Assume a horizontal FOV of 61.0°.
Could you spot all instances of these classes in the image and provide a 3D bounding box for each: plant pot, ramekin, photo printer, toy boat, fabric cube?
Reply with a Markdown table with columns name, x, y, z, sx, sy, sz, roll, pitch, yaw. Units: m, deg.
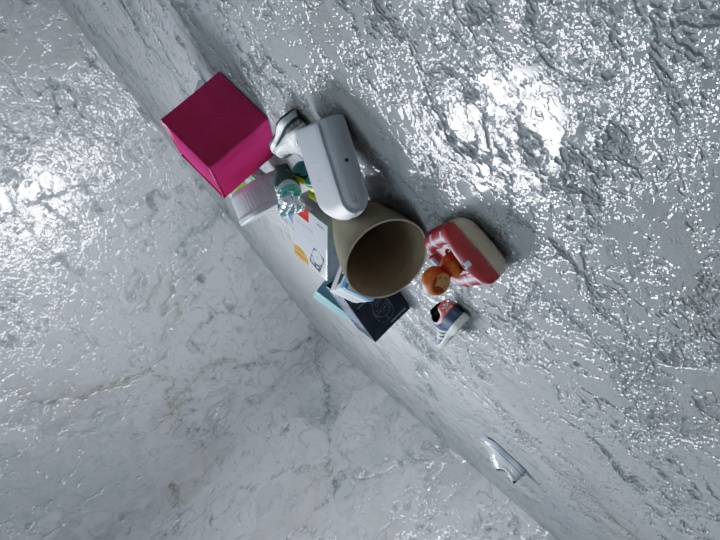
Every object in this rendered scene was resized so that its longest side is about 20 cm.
| name | x | y | z | sx | sy | sz | roll | pitch | yaw |
| --- | --- | --- | --- | --- | --- | --- | --- | --- | --- |
| plant pot | 0.015 | -0.072 | 1.315 | 0.188 | 0.187 | 0.200 | 57 | 177 | -40 |
| ramekin | -0.288 | -0.220 | 1.801 | 0.095 | 0.202 | 0.202 | 60 | 166 | -6 |
| plant pot | -0.035 | 0.088 | 2.030 | 0.200 | 0.142 | 0.141 | 39 | 168 | -1 |
| photo printer | -0.055 | -0.198 | 1.214 | 0.166 | 0.069 | 0.201 | 17 | 126 | 67 |
| toy boat | 0.161 | -0.009 | 1.077 | 0.131 | 0.131 | 0.200 | 47 | 168 | -4 |
| fabric cube | -0.370 | -0.354 | 1.622 | 0.200 | 0.199 | 0.196 | 44 | 169 | 11 |

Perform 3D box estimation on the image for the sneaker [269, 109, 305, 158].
| name | x | y | z | sx | sy | sz | roll | pitch | yaw |
| --- | --- | --- | --- | --- | --- | --- | --- | --- | --- |
| sneaker | -0.143 | -0.275 | 1.394 | 0.115 | 0.076 | 0.200 | 49 | 165 | 1 |

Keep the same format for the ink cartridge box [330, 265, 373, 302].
| name | x | y | z | sx | sy | sz | roll | pitch | yaw |
| --- | --- | --- | --- | --- | --- | --- | --- | --- | --- |
| ink cartridge box | 0.000 | 0.000 | 1.565 | 0.083 | 0.146 | 0.200 | 23 | 171 | -11 |

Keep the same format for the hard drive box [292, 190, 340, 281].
| name | x | y | z | sx | sy | sz | roll | pitch | yaw |
| --- | --- | --- | --- | --- | --- | --- | --- | --- | --- |
| hard drive box | -0.113 | -0.098 | 1.689 | 0.156 | 0.077 | 0.201 | 38 | 143 | 32 |

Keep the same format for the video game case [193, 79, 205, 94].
| name | x | y | z | sx | sy | sz | roll | pitch | yaw |
| --- | --- | --- | --- | --- | --- | --- | --- | --- | --- |
| video game case | -0.469 | -0.423 | 1.800 | 0.024 | 0.201 | 0.182 | 8 | 159 | 8 |

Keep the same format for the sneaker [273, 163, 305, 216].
| name | x | y | z | sx | sy | sz | roll | pitch | yaw |
| --- | --- | --- | --- | --- | --- | --- | --- | --- | --- |
| sneaker | -0.185 | -0.205 | 1.556 | 0.200 | 0.077 | 0.092 | 111 | 142 | -70 |

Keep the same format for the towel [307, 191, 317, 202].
| name | x | y | z | sx | sy | sz | roll | pitch | yaw |
| --- | --- | --- | --- | --- | --- | --- | --- | --- | --- |
| towel | -0.040 | -0.133 | 1.502 | 0.199 | 0.018 | 0.086 | 33 | -177 | -33 |

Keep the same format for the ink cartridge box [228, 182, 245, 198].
| name | x | y | z | sx | sy | sz | roll | pitch | yaw |
| --- | --- | --- | --- | --- | --- | --- | --- | --- | --- |
| ink cartridge box | -0.539 | -0.379 | 2.396 | 0.148 | 0.076 | 0.200 | 36 | 165 | 41 |

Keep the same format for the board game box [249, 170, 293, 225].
| name | x | y | z | sx | sy | sz | roll | pitch | yaw |
| --- | --- | --- | --- | --- | --- | --- | --- | --- | --- |
| board game box | -0.299 | -0.257 | 2.066 | 0.200 | 0.037 | 0.152 | 39 | 165 | 30 |

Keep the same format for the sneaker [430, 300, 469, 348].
| name | x | y | z | sx | sy | sz | roll | pitch | yaw |
| --- | --- | --- | --- | --- | --- | --- | --- | --- | --- |
| sneaker | 0.204 | 0.126 | 1.496 | 0.084 | 0.075 | 0.200 | 42 | 157 | 12 |

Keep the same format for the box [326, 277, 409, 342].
| name | x | y | z | sx | sy | sz | roll | pitch | yaw |
| --- | --- | --- | --- | --- | --- | --- | --- | --- | --- |
| box | 0.024 | 0.078 | 1.763 | 0.107 | 0.148 | 0.200 | 30 | 159 | 54 |

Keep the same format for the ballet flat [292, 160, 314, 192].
| name | x | y | z | sx | sy | sz | roll | pitch | yaw |
| --- | --- | --- | --- | --- | --- | --- | --- | --- | --- |
| ballet flat | -0.107 | -0.221 | 1.483 | 0.067 | 0.067 | 0.200 | 46 | 177 | -30 |

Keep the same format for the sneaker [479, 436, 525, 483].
| name | x | y | z | sx | sy | sz | roll | pitch | yaw |
| --- | --- | --- | --- | --- | --- | --- | --- | --- | --- |
| sneaker | 0.506 | 0.692 | 2.235 | 0.200 | 0.071 | 0.073 | 38 | 165 | 35 |
